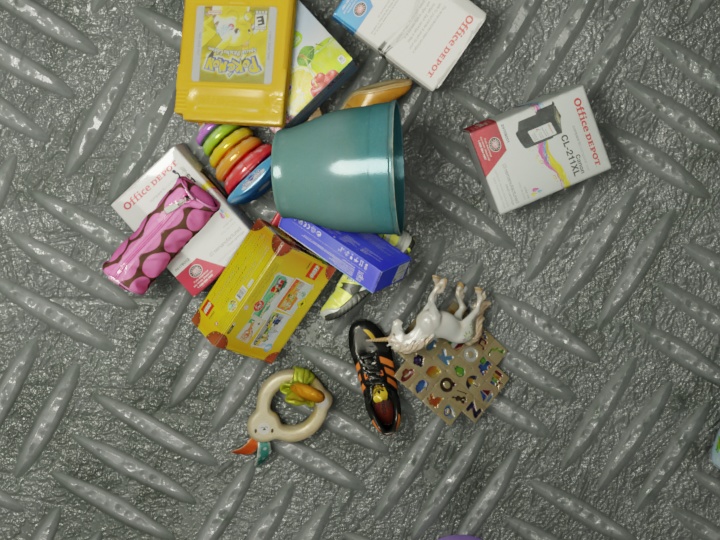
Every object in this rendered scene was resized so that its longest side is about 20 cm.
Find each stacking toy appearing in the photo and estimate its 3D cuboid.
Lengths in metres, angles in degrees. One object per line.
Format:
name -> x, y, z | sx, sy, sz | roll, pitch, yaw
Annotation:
stacking toy -> -0.218, -0.210, 1.443 | 0.116, 0.110, 0.200 | -41, 88, 5

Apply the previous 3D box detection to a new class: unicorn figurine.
unicorn figurine -> 0.128, 0.080, 1.496 | 0.198, 0.074, 0.139 | 15, 92, -17

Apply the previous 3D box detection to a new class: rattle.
rattle -> -0.134, 0.266, 1.510 | 0.200, 0.143, 0.130 | -41, 118, -1

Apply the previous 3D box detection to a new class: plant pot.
plant pot -> -0.033, -0.150, 1.359 | 0.185, 0.200, 0.203 | -1, 101, 8

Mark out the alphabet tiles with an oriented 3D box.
alphabet tiles -> 0.155, 0.158, 1.544 | 0.200, 0.006, 0.167 | 42, 79, -10

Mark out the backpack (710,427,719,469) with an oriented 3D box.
backpack -> 0.706, 0.290, 1.532 | 0.146, 0.183, 0.202 | 22, 94, -8

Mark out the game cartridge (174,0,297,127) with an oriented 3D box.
game cartridge -> -0.190, -0.322, 1.365 | 0.174, 0.032, 0.203 | 4, 87, 11

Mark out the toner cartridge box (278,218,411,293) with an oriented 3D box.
toner cartridge box -> -0.025, -0.044, 1.430 | 0.199, 0.095, 0.044 | 35, 119, 22

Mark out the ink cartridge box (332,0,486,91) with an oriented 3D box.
ink cartridge box -> 0.075, -0.398, 1.420 | 0.199, 0.084, 0.147 | 36, 96, -9

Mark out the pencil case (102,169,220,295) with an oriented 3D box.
pencil case -> -0.308, -0.052, 1.376 | 0.091, 0.094, 0.200 | 40, 99, -9

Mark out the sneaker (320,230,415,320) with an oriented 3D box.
sneaker -> 0.000, 0.000, 1.504 | 0.076, 0.075, 0.200 | 44, 86, -1

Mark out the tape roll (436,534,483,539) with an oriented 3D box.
tape roll -> 0.180, 0.583, 1.608 | 0.197, 0.085, 0.203 | -1, 100, -3

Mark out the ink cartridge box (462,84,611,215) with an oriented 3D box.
ink cartridge box -> 0.286, -0.198, 1.469 | 0.198, 0.083, 0.147 | -23, 100, 2

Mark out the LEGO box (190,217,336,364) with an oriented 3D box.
LEGO box -> -0.153, 0.037, 1.454 | 0.201, 0.077, 0.148 | -55, 143, 7

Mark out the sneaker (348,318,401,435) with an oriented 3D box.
sneaker -> 0.030, 0.182, 1.522 | 0.069, 0.090, 0.202 | -15, 101, 0

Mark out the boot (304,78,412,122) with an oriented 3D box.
boot -> 0.005, -0.219, 1.465 | 0.199, 0.071, 0.145 | -17, 106, 5

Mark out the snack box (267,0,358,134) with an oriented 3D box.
snack box -> -0.131, -0.335, 1.408 | 0.169, 0.068, 0.200 | -43, 83, 5

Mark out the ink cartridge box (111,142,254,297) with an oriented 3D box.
ink cartridge box -> -0.279, -0.082, 1.461 | 0.147, 0.086, 0.200 | -41, 101, 5

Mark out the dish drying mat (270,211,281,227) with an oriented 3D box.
dish drying mat -> -0.168, -0.006, 1.493 | 0.018, 0.077, 0.201 | 39, 98, 29
